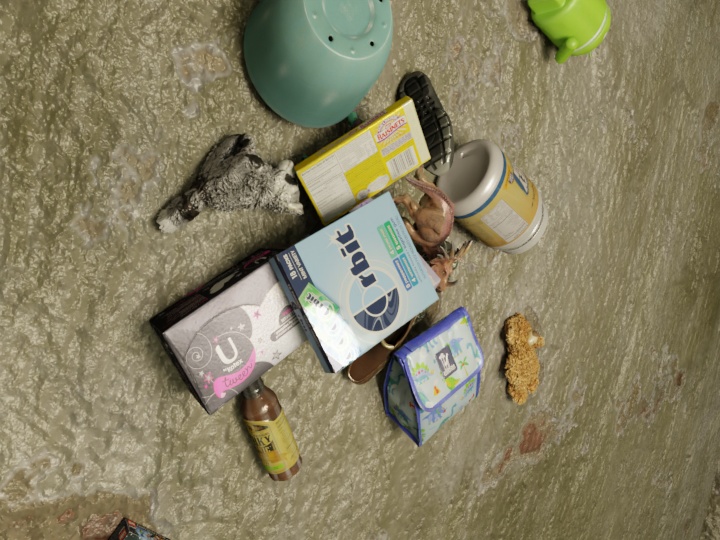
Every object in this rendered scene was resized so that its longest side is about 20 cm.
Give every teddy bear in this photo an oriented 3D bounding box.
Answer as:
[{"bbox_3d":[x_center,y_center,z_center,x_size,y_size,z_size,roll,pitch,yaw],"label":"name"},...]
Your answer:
[{"bbox_3d":[0.369,0.201,1.200,0.141,0.066,0.209,-6,103,-36],"label":"teddy bear"}]

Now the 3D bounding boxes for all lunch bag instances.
[{"bbox_3d":[0.132,0.183,0.969,0.167,0.126,0.206,-29,131,-28],"label":"lunch bag"}]

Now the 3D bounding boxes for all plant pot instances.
[{"bbox_3d":[-0.044,-0.318,0.722,0.193,0.160,0.210,1,87,-26],"label":"plant pot"}]

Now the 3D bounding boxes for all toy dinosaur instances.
[{"bbox_3d":[0.119,-0.074,0.840,0.085,0.135,0.203,-36,147,-16],"label":"toy dinosaur"}]

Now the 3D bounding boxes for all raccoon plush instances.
[{"bbox_3d":[-0.177,-0.099,0.769,0.196,0.098,0.135,-33,134,7],"label":"raccoon plush"}]

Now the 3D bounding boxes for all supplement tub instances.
[{"bbox_3d":[0.249,-0.131,1.002,0.197,0.143,0.149,30,82,-35],"label":"supplement tub"}]

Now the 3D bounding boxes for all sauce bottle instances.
[{"bbox_3d":[-0.150,0.234,0.843,0.063,0.064,0.207,-29,113,-26],"label":"sauce bottle"}]

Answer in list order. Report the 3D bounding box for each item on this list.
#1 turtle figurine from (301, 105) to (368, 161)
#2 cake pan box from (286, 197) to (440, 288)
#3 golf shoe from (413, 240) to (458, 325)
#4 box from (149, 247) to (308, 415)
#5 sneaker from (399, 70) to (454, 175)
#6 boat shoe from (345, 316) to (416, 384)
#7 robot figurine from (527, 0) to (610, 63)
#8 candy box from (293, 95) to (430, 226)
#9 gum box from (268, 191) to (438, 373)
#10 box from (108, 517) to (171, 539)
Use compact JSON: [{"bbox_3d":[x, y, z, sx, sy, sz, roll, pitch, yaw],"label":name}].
[{"bbox_3d":[0.005,-0.194,0.852,0.198,0.100,0.152,-39,117,-15],"label":"turtle figurine"},{"bbox_3d":[0.000,0.000,0.846,0.181,0.053,0.202,-32,72,-25],"label":"cake pan box"},{"bbox_3d":[0.101,0.032,0.970,0.077,0.088,0.200,42,99,-5],"label":"golf shoe"},{"bbox_3d":[-0.172,0.077,0.755,0.197,0.113,0.136,-35,109,-24],"label":"box"},{"bbox_3d":[0.123,-0.240,0.893,0.078,0.074,0.207,28,45,-50],"label":"sneaker"},{"bbox_3d":[0.036,0.112,0.908,0.073,0.075,0.206,32,101,-2],"label":"boat shoe"},{"bbox_3d":[0.418,-0.512,1.065,0.196,0.114,0.182,21,85,-36],"label":"robot figurine"},{"bbox_3d":[0.006,-0.160,0.794,0.196,0.027,0.104,-32,127,-3],"label":"candy box"},{"bbox_3d":[-0.004,0.013,0.749,0.197,0.044,0.174,-31,97,-27],"label":"gum box"},{"bbox_3d":[-0.345,0.479,0.766,0.137,0.037,0.203,45,73,-32],"label":"box"}]
